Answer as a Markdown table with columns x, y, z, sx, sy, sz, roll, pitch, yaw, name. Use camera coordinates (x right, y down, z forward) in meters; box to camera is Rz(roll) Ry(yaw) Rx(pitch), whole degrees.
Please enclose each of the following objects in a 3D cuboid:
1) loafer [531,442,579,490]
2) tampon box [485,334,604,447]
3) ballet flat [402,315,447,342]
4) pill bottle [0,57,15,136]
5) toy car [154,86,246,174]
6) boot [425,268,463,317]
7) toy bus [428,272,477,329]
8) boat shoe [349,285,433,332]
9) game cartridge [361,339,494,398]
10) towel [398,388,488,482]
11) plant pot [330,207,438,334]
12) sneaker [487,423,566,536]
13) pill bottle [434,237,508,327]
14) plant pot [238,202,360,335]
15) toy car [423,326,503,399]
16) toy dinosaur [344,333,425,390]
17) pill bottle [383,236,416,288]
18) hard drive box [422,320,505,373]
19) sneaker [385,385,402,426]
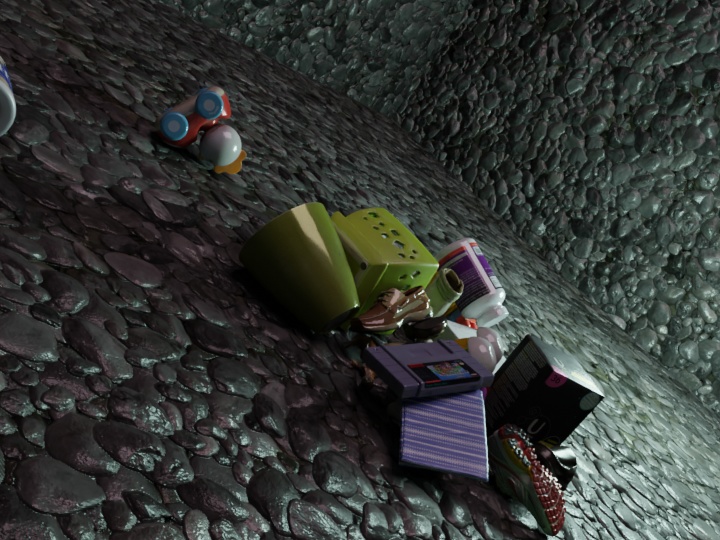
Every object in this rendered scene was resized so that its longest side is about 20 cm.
| x | y | z | sx | sy | sz | roll | pitch | yaw | name |
| --- | --- | --- | --- | --- | --- | --- | --- | --- | --- |
| 0.360 | 0.351 | 1.490 | 0.073 | 0.071 | 0.200 | 37 | -5 | 33 | loafer |
| 0.342 | 0.257 | 1.570 | 0.150 | 0.200 | 0.126 | 26 | 20 | -28 | tampon box |
| 0.126 | 0.120 | 1.556 | 0.200 | 0.067 | 0.047 | 160 | -87 | -77 | ballet flat |
| -0.634 | -0.305 | 1.300 | 0.119 | 0.120 | 0.200 | 20 | 24 | -40 | pill bottle |
| -0.350 | -0.299 | 1.827 | 0.200 | 0.177 | 0.184 | 60 | -4 | -19 | toy car |
| 0.162 | 0.056 | 1.812 | 0.072 | 0.155 | 0.200 | 32 | 20 | -14 | boot |
| 0.259 | 0.090 | 1.976 | 0.200 | 0.136 | 0.192 | 24 | 35 | -36 | toy bus |
| 0.056 | 0.071 | 1.510 | 0.200 | 0.076 | 0.074 | -12 | 94 | -46 | boat shoe |
| 0.118 | 0.165 | 1.365 | 0.199 | 0.039 | 0.130 | -1 | 22 | -35 | game cartridge |
| 0.133 | 0.251 | 1.297 | 0.144 | 0.024 | 0.200 | 12 | 36 | -3 | towel |
| 0.000 | 0.000 | 1.604 | 0.181 | 0.200 | 0.199 | 0 | 39 | -50 | plant pot |
| 0.286 | 0.369 | 1.393 | 0.078 | 0.082 | 0.200 | -12 | 67 | -50 | sneaker |
| 0.258 | 0.033 | 1.841 | 0.112 | 0.112 | 0.200 | 2 | 56 | -60 | pill bottle |
| -0.091 | 0.010 | 1.465 | 0.200 | 0.187 | 0.187 | 55 | 22 | 13 | plant pot |
| 0.191 | 0.203 | 1.548 | 0.200 | 0.174 | 0.150 | -24 | 98 | -70 | toy car |
| 0.029 | 0.159 | 1.477 | 0.106 | 0.060 | 0.200 | 44 | 37 | 3 | toy dinosaur |
| 0.050 | -0.008 | 1.835 | 0.114 | 0.114 | 0.200 | 24 | 21 | -33 | pill bottle |
| 0.252 | 0.208 | 1.730 | 0.156 | 0.077 | 0.200 | 19 | 25 | -44 | hard drive box |
| 0.093 | 0.257 | 1.351 | 0.092 | 0.076 | 0.200 | 4 | 34 | -19 | sneaker |
